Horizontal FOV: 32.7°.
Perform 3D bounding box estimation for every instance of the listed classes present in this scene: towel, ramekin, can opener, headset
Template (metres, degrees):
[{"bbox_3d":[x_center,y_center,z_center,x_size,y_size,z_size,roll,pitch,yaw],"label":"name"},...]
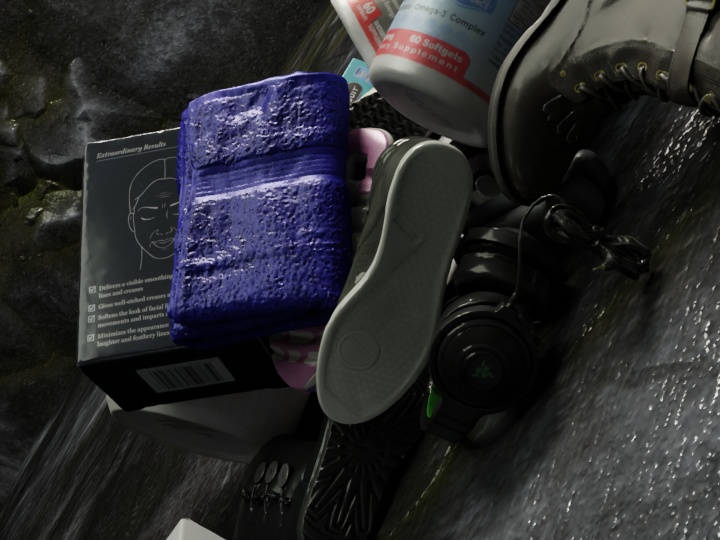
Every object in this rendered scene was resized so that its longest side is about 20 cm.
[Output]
[{"bbox_3d":[-0.077,-0.050,0.903,0.145,0.050,0.203,-13,61,20],"label":"towel"},{"bbox_3d":[-0.140,0.108,1.122,0.202,0.200,0.096,-28,44,64],"label":"ramekin"},{"bbox_3d":[0.092,-0.015,0.842,0.199,0.066,0.053,-34,28,41],"label":"can opener"},{"bbox_3d":[0.095,0.030,0.743,0.201,0.093,0.125,114,178,-51],"label":"headset"}]

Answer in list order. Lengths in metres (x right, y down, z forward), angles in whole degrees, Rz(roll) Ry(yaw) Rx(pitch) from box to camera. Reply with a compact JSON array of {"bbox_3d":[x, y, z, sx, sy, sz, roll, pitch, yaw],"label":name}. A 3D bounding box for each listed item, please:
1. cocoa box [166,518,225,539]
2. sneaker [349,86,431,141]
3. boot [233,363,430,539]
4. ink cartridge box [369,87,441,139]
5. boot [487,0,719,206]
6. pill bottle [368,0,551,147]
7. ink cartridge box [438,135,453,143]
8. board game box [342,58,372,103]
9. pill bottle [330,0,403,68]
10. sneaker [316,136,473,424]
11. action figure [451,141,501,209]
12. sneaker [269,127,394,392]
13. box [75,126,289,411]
[{"bbox_3d":[-0.087,0.267,0.693,0.132,0.132,0.200,-55,14,13],"label":"cocoa box"},{"bbox_3d":[0.049,-0.146,1.012,0.200,0.070,0.093,-50,-8,28],"label":"sneaker"},{"bbox_3d":[-0.026,0.137,0.925,0.166,0.065,0.200,-61,9,-17],"label":"boot"},{"bbox_3d":[0.027,-0.099,1.148,0.199,0.043,0.200,-52,-18,3],"label":"ink cartridge box"},{"bbox_3d":[0.163,-0.109,0.688,0.174,0.068,0.203,36,111,51],"label":"boot"},{"bbox_3d":[0.094,-0.200,0.876,0.202,0.108,0.109,-64,14,-6],"label":"pill bottle"},{"bbox_3d":[0.119,-0.156,0.997,0.201,0.050,0.161,-55,10,1],"label":"ink cartridge box"},{"bbox_3d":[-0.027,-0.090,1.251,0.201,0.046,0.152,101,-167,-52],"label":"board game box"},{"bbox_3d":[0.081,-0.260,1.149,0.198,0.115,0.114,-32,17,5],"label":"pill bottle"},{"bbox_3d":[0.023,0.001,0.822,0.099,0.070,0.203,-90,18,-72],"label":"sneaker"},{"bbox_3d":[0.083,-0.064,0.986,0.120,0.054,0.200,-64,11,-13],"label":"action figure"},{"bbox_3d":[0.000,0.000,0.928,0.080,0.088,0.203,12,78,42],"label":"sneaker"},{"bbox_3d":[-0.141,-0.006,0.997,0.107,0.146,0.203,64,-160,-62],"label":"box"}]
